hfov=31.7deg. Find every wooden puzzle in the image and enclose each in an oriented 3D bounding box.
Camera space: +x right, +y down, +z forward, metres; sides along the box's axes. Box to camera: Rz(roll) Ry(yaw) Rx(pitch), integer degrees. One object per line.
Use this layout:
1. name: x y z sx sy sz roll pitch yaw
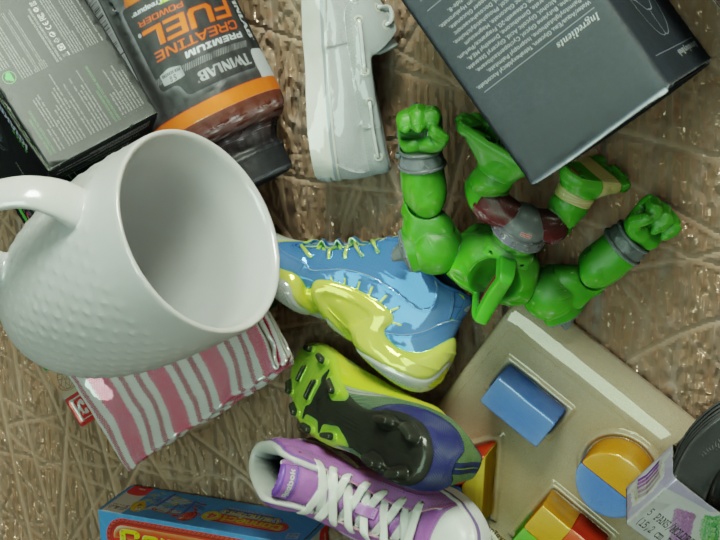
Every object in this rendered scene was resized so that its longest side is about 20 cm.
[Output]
1. wooden puzzle: 0.136 0.148 0.948 0.185 0.046 0.200 39 116 10

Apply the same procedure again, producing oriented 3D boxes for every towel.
1. towel: -0.159 0.058 0.999 0.200 0.030 0.147 -34 87 28

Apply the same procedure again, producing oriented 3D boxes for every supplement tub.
1. supplement tub: -0.125 -0.152 0.952 0.107 0.107 0.200 -26 93 28

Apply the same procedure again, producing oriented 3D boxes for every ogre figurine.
1. ogre figurine: 0.104 -0.031 0.880 0.199 0.098 0.120 12 120 -23

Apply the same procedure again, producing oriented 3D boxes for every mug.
1. mug: -0.186 -0.008 0.879 0.175 0.200 0.148 -24 54 36

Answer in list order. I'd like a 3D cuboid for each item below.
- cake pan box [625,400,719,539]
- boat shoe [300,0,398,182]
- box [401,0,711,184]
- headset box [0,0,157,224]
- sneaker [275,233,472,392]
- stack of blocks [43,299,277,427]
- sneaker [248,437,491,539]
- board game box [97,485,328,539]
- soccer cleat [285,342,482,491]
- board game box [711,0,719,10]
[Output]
1. cake pan box: 0.305 0.153 0.846 0.200 0.052 0.184 38 114 -6
2. boat shoe: -0.007 -0.164 0.920 0.068 0.072 0.201 -2 97 3
3. box: 0.114 -0.176 0.813 0.107 0.148 0.200 -36 87 28
4. headset box: -0.248 -0.134 0.968 0.174 0.093 0.200 57 159 4
5. sneaker: 0.000 0.000 0.967 0.200 0.076 0.105 35 97 12
6. stack of blocks: -0.181 0.032 1.053 0.200 0.059 0.115 -33 89 28
7. sneaker: -0.005 0.178 0.943 0.200 0.114 0.073 17 90 43
8. board game box: -0.124 0.300 1.101 0.199 0.056 0.196 4 106 23
9. soccer cleat: 0.013 0.112 0.961 0.200 0.084 0.065 30 103 52
10. board game box: 0.264 -0.229 0.727 0.200 0.097 0.159 50 144 4
